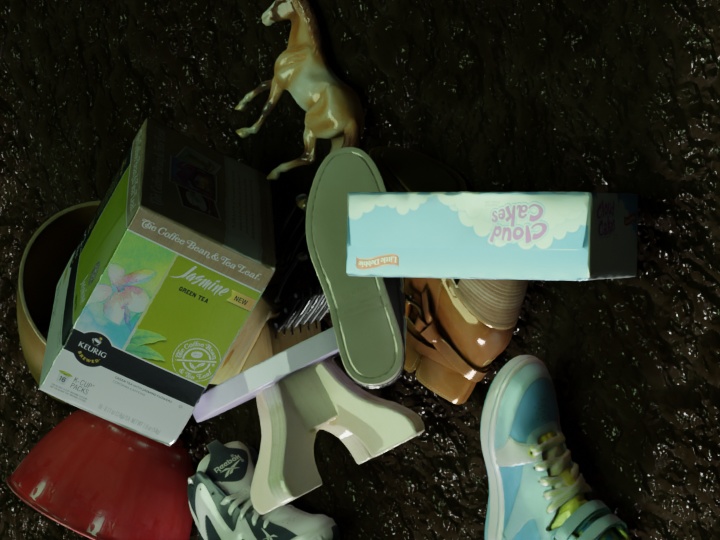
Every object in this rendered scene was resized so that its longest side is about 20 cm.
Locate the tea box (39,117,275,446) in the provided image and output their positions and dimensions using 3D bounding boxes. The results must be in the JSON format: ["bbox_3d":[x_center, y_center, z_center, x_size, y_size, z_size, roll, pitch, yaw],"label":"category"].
[{"bbox_3d":[-0.176,0.006,1.712,0.197,0.133,0.200,-59,16,21],"label":"tea box"}]

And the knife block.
[{"bbox_3d":[-0.094,0.019,1.824,0.200,0.064,0.176,1,99,49],"label":"knife block"}]

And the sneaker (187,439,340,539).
[{"bbox_3d":[-0.105,0.221,1.871,0.199,0.079,0.130,-20,93,59],"label":"sneaker"}]

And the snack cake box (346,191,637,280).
[{"bbox_3d":[0.101,-0.027,1.496,0.199,0.115,0.068,1,90,25],"label":"snack cake box"}]

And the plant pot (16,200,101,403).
[{"bbox_3d":[-0.270,0.057,1.963,0.187,0.186,0.200,64,151,15],"label":"plant pot"}]

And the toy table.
[{"bbox_3d":[-0.044,0.126,1.692,0.200,0.184,0.117,-31,84,42],"label":"toy table"}]

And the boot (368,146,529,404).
[{"bbox_3d":[0.052,0.004,1.650,0.200,0.073,0.155,50,136,32],"label":"boot"}]

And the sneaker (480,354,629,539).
[{"bbox_3d":[0.164,0.172,1.559,0.130,0.079,0.201,22,125,46],"label":"sneaker"}]

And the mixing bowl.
[{"bbox_3d":[-0.244,0.203,1.965,0.200,0.200,0.109,26,93,42],"label":"mixing bowl"}]

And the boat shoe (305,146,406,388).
[{"bbox_3d":[0.000,0.000,1.609,0.072,0.063,0.201,-11,77,7],"label":"boat shoe"}]

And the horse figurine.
[{"bbox_3d":[-0.048,-0.143,1.734,0.133,0.050,0.200,-49,54,24],"label":"horse figurine"}]
